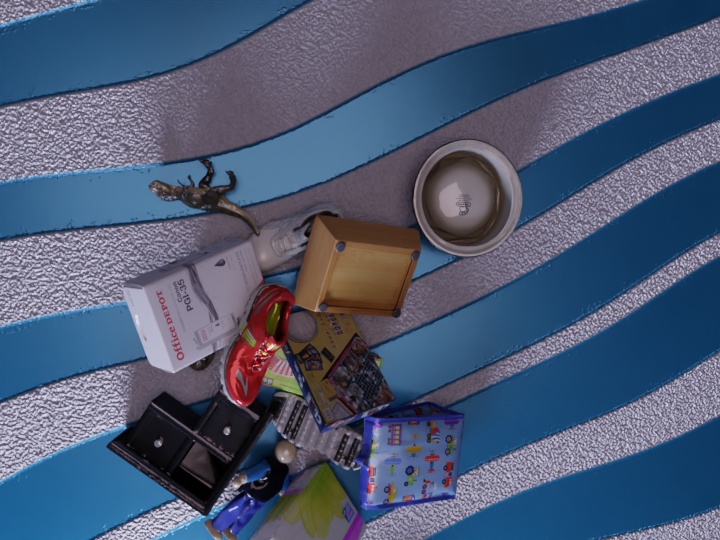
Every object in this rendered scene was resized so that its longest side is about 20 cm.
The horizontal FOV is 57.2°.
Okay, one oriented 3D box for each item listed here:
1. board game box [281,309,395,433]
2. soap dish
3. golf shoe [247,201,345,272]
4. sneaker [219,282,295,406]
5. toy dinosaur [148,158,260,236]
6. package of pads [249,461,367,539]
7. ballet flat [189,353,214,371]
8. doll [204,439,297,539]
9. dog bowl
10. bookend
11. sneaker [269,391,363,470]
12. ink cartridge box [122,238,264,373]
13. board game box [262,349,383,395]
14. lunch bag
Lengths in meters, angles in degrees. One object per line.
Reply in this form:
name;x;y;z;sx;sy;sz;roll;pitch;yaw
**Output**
board game box;-0.046;0.153;1.091;0.134;0.035;0.201;-12;59;-31
soap dish;0.000;0.000;1.095;0.198;0.081;0.159;6;114;-30
golf shoe;-0.117;-0.059;1.113;0.198;0.097;0.079;-30;98;-4
sneaker;-0.157;0.117;1.033;0.076;0.084;0.203;21;82;-41
toy dinosaur;-0.250;-0.133;1.109;0.197;0.048;0.089;20;103;-1
package of pads;-0.083;0.438;1.102;0.068;0.200;0.156;-27;99;32
ballet flat;-0.264;0.072;1.123;0.066;0.046;0.203;9;92;-10
doll;-0.179;0.375;1.133;0.200;0.048;0.136;-49;139;-1
dog bowl;0.180;-0.126;1.165;0.197;0.074;0.203;-1;94;-9
bookend;-0.271;0.256;1.094;0.198;0.092;0.201;36;91;-1
sneaker;-0.071;0.278;1.154;0.198;0.081;0.076;30;90;11
ink cartridge box;-0.253;0.052;1.053;0.199;0.082;0.148;-28;110;-36
board game box;-0.070;0.172;1.157;0.197;0.048;0.103;19;91;-9
lunch bag;0.074;0.316;1.122;0.198;0.093;0.153;4;93;-40
